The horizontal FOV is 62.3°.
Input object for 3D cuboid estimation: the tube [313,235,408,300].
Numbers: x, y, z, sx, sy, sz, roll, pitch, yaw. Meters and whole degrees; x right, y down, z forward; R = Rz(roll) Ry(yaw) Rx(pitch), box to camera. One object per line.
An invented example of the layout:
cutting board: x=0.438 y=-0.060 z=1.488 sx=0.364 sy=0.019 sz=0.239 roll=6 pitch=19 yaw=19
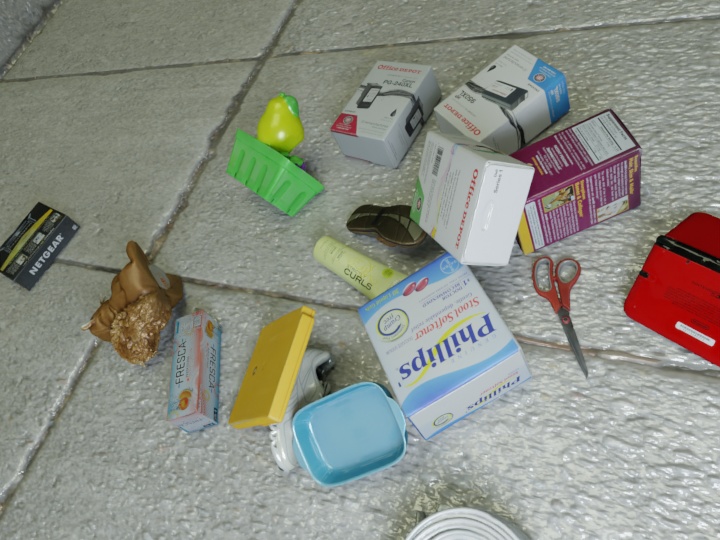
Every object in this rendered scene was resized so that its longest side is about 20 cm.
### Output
tube: x=0.000 y=0.000 z=1.043 sx=0.198 sy=0.051 sz=0.059 roll=32 pitch=116 yaw=33

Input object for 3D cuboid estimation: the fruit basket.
fruit basket: x=-0.164 y=-0.245 z=1.217 sx=0.212 sy=0.155 sz=0.221 roll=-14 pitch=64 yaw=30

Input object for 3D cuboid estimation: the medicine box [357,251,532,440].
medicine box: x=0.119 y=0.105 z=0.873 sx=0.180 sy=0.103 sz=0.202 roll=-31 pitch=49 yaw=4

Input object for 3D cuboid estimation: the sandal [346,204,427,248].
sandal: x=0.050 y=-0.072 z=1.066 sx=0.198 sy=0.055 sz=0.082 roll=10 pitch=57 yaw=48

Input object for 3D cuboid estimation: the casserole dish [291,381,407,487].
casserole dish: x=-0.013 y=0.231 z=0.852 sx=0.198 sy=0.039 sz=0.123 roll=-29 pitch=82 yaw=27

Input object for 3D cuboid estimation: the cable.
cable: x=0.129 y=0.386 z=0.700 sx=0.196 sy=0.069 sz=0.204 roll=2 pitch=60 yaw=28

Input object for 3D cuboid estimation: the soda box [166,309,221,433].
soda box: x=-0.292 y=0.176 z=1.057 sx=0.062 sy=0.069 sz=0.203 roll=-18 pitch=51 yaw=14

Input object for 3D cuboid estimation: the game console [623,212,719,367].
game console: x=0.489 y=0.029 z=0.792 sx=0.199 sy=0.117 sz=0.176 roll=34 pitch=108 yaw=39

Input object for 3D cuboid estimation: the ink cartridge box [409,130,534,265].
ink cartridge box: x=0.159 y=-0.113 z=0.895 sx=0.082 sy=0.148 sz=0.200 roll=3 pitch=22 yaw=-20

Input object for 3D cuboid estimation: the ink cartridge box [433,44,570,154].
ink cartridge box: x=0.255 y=-0.294 z=1.086 sx=0.199 sy=0.085 sz=0.145 roll=-38 pitch=49 yaw=0

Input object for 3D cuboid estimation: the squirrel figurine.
squirrel figurine: x=-0.452 y=0.086 z=1.160 sx=0.185 sy=0.142 sz=0.202 roll=-37 pitch=47 yaw=8

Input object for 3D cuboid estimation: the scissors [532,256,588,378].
scissors: x=0.291 y=0.065 z=0.873 sx=0.071 sy=0.014 sz=0.204 roll=-6 pitch=58 yaw=21

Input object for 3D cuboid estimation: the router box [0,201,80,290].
router box: x=-0.822 y=-0.065 z=1.500 sx=0.155 sy=0.052 sz=0.202 roll=20 pitch=69 yaw=35

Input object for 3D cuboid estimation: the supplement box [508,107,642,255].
supplement box: x=0.315 y=-0.133 z=0.916 sx=0.196 sy=0.131 sz=0.105 roll=-23 pitch=51 yaw=10

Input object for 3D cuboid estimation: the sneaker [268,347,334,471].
sneaker: x=-0.091 y=0.210 z=0.934 sx=0.079 sy=0.076 sz=0.204 roll=0 pitch=59 yaw=16

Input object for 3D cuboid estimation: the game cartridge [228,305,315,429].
game cartridge: x=-0.140 y=0.158 z=0.942 sx=0.199 sy=0.032 sz=0.180 roll=-27 pitch=41 yaw=57

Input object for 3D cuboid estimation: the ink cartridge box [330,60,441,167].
ink cartridge box: x=0.054 y=-0.323 z=1.208 sx=0.143 sy=0.084 sz=0.202 roll=19 pitch=69 yaw=35
